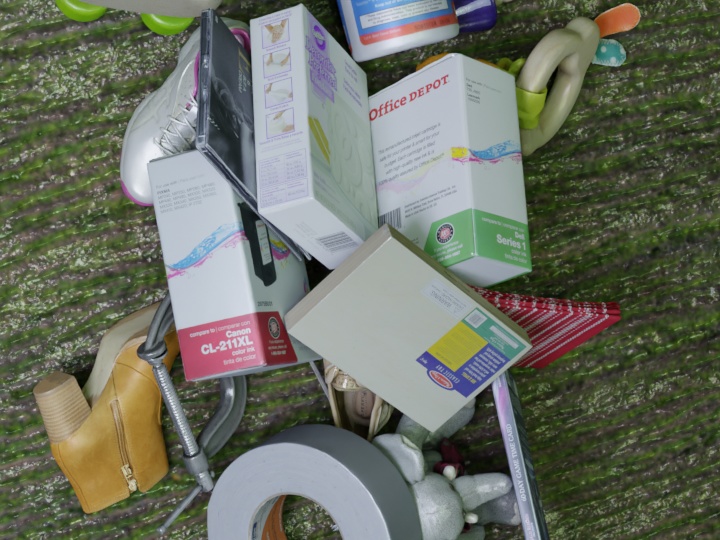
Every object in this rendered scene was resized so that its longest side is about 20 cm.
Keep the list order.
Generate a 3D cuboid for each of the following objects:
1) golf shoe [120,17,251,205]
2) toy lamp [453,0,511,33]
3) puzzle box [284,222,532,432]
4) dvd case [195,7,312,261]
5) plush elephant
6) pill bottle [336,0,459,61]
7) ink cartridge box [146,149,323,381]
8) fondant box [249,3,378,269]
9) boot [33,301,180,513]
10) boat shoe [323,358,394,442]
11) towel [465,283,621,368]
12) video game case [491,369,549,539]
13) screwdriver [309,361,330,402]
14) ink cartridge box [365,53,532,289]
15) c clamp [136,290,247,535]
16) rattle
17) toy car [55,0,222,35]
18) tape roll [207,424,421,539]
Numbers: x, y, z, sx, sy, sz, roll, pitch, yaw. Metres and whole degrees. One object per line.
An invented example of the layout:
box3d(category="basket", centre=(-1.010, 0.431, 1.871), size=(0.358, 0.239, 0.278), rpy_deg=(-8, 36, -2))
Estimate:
box3d(category="golf shoe", centre=(-0.163, -0.152, 1.397), size=(0.075, 0.091, 0.201), rpy_deg=(29, 85, -18))
box3d(category="toy lamp", centre=(0.170, -0.291, 1.511), size=(0.199, 0.058, 0.059), rpy_deg=(-25, 99, -14))
box3d(category="puzzle box", centre=(0.045, 0.056, 1.351), size=(0.133, 0.025, 0.200), rpy_deg=(-42, 124, 17))
box3d(category="dvd case", centre=(-0.092, -0.119, 1.342), size=(0.016, 0.200, 0.150), rpy_deg=(-14, 56, 19))
box3d(category="plush elephant", centre=(0.078, 0.218, 1.452), size=(0.199, 0.155, 0.166), rpy_deg=(-21, 99, -16))
box3d(category="pill bottle", centre=(0.021, -0.311, 1.435), size=(0.112, 0.112, 0.201), rpy_deg=(-16, 98, -16))
box3d(category="ink cartridge box", centre=(-0.113, -0.007, 1.359), size=(0.082, 0.146, 0.202), rpy_deg=(-13, 85, 19))
box3d(category="fondant box", centre=(-0.041, -0.121, 1.372), size=(0.058, 0.144, 0.201), rpy_deg=(-15, 64, 21))
box3d(category="boot", centre=(-0.207, 0.127, 1.416), size=(0.201, 0.071, 0.145), rpy_deg=(-34, 118, -26))
box3d(category="boat shoe", centre=(-0.001, 0.089, 1.414), size=(0.071, 0.065, 0.201), rpy_deg=(6, 130, 18))
box3d(category="towel", centre=(0.141, 0.058, 1.462), size=(0.199, 0.145, 0.023), rpy_deg=(7, 61, -30))
box3d(category="video game case", centre=(0.159, 0.195, 1.459), size=(0.019, 0.143, 0.201), rpy_deg=(-12, 76, 8))
box3d(category="screwdriver", centre=(-0.049, 0.099, 1.479), size=(0.029, 0.028, 0.201), rpy_deg=(-19, 103, 15))
box3d(category="ink cartridge box", centre=(0.078, -0.082, 1.409), size=(0.084, 0.144, 0.202), rpy_deg=(13, 66, -40))
box3d(category="c clamp", centre=(-0.157, 0.113, 1.375), size=(0.171, 0.027, 0.201), rpy_deg=(-44, 129, -48))
box3d(category="rattle", centre=(0.177, -0.221, 1.532), size=(0.200, 0.142, 0.131), rpy_deg=(-54, 138, -24))
box3d(category="toy car", centre=(-0.194, -0.337, 1.350), size=(0.157, 0.164, 0.202), rpy_deg=(7, 81, -18))
box3d(category="tape roll", centre=(-0.045, 0.250, 1.401), size=(0.199, 0.066, 0.202), rpy_deg=(5, 102, 26))
